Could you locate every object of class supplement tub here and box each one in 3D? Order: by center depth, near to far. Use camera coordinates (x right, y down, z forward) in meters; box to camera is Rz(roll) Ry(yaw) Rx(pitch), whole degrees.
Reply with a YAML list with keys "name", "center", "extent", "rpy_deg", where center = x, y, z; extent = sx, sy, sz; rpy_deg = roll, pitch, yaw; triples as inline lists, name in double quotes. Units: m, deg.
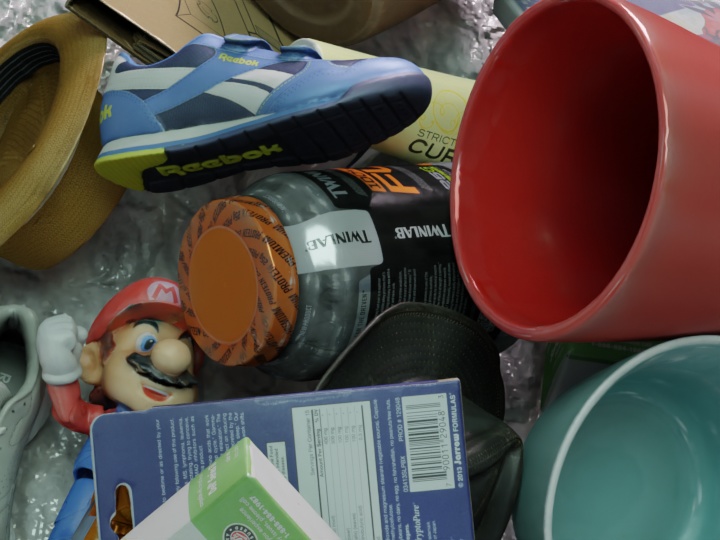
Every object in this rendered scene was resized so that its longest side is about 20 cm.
- name: "supplement tub"
  center: [0.000, 0.000, 1.514]
  extent: [0.200, 0.123, 0.123]
  rpy_deg: [-6, 57, -40]

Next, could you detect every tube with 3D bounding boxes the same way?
- name: "tube"
  center: [0.038, -0.095, 1.581]
  extent: [0.200, 0.058, 0.052]
  rpy_deg: [15, 45, -38]

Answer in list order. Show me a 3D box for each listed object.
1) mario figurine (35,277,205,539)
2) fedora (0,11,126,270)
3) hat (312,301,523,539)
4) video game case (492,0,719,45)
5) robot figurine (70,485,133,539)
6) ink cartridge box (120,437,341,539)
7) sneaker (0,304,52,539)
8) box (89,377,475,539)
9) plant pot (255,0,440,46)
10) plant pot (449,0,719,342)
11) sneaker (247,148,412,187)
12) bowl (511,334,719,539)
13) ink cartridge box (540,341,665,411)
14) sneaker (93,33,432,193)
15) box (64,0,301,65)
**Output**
- name: "mario figurine"
  center: [-0.128, 0.093, 1.481]
  extent: [0.106, 0.123, 0.201]
  rpy_deg: [-4, 61, 24]
- name: "fedora"
  center: [-0.196, -0.064, 1.567]
  extent: [0.082, 0.200, 0.201]
  rpy_deg: [38, 53, -30]
- name: "hat"
  center: [0.039, 0.120, 1.445]
  extent: [0.081, 0.201, 0.201]
  rpy_deg: [16, 51, 43]
- name: "video game case"
  center: [0.197, -0.131, 1.638]
  extent: [0.182, 0.023, 0.200]
  rpy_deg: [2, 26, -17]
- name: "robot figurine"
  center: [-0.117, 0.211, 1.407]
  extent: [0.145, 0.058, 0.201]
  rpy_deg: [17, 77, -22]
- name: "ink cartridge box"
  center: [-0.097, 0.196, 1.322]
  extent: [0.200, 0.067, 0.117]
  rpy_deg: [-39, 104, 6]
- name: "sneaker"
  center: [-0.226, 0.107, 1.474]
  extent: [0.075, 0.092, 0.201]
  rpy_deg: [10, 59, 0]
- name: "box"
  center: [-0.041, 0.126, 1.375]
  extent: [0.199, 0.032, 0.122]
  rpy_deg: [-5, 87, -3]
- name: "plant pot"
  center: [0.012, -0.235, 1.630]
  extent: [0.200, 0.200, 0.175]
  rpy_deg: [33, 50, 12]
- name: "plant pot"
  center: [0.176, -0.047, 1.454]
  extent: [0.177, 0.200, 0.201]
  rpy_deg: [10, 55, -32]
- name: "sneaker"
  center: [-0.034, -0.060, 1.617]
  extent: [0.080, 0.077, 0.200]
  rpy_deg: [33, 53, 21]
- name: "bowl"
  center: [0.165, 0.133, 1.475]
  extent: [0.200, 0.105, 0.202]
  rpy_deg: [-2, 94, -27]
- name: "ink cartridge box"
  center: [0.196, -0.004, 1.599]
  extent: [0.146, 0.084, 0.201]
  rpy_deg: [9, 59, -3]
- name: "sneaker"
  center: [-0.059, -0.103, 1.475]
  extent: [0.199, 0.074, 0.083]
  rpy_deg: [-9, 67, 9]
- name: "box"
  center: [-0.094, -0.163, 1.609]
  extent: [0.163, 0.021, 0.200]
  rpy_deg: [35, 28, -11]
